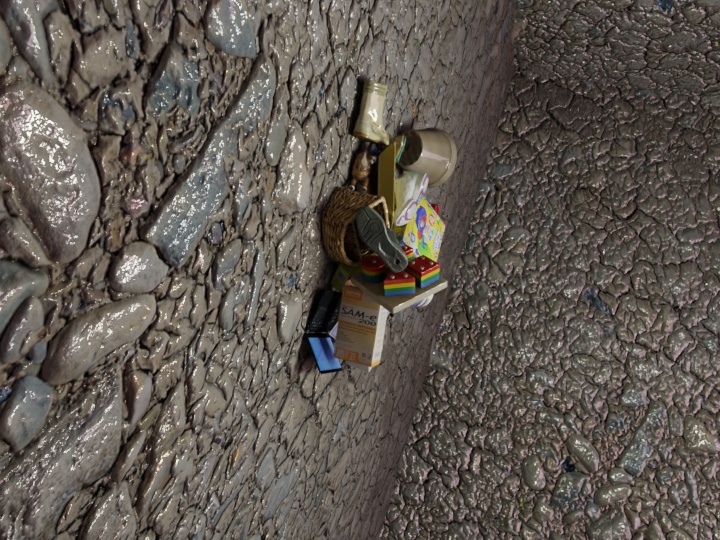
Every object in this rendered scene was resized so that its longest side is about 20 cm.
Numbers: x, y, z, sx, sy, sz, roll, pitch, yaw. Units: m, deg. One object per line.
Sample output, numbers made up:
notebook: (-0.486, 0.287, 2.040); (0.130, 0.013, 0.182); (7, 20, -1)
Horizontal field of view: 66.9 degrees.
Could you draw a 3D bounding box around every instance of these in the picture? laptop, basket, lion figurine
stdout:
laptop: (-0.074, 0.173, 1.545); (0.204, 0.102, 0.177); (-62, 161, 3)
basket: (-0.011, -0.100, 1.470); (0.202, 0.145, 0.145); (80, 32, -52)
lion figurine: (0.014, -0.228, 1.544); (0.124, 0.070, 0.204); (-73, 162, -47)

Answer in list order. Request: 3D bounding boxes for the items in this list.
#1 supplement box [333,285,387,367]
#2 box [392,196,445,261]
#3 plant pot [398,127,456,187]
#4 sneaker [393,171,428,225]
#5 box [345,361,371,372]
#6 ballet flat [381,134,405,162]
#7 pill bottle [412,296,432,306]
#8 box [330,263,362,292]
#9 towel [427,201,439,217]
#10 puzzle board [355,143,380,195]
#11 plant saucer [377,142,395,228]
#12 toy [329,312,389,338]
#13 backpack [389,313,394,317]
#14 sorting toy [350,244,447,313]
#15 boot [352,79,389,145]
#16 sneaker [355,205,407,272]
supplement box: (0.003, 0.153, 1.529); (0.073, 0.123, 0.207); (-1, 100, -67)
box: (0.160, -0.114, 1.743); (0.193, 0.120, 0.204); (44, 52, -38)
plant pot: (0.205, -0.398, 1.850); (0.172, 0.196, 0.206); (5, 100, -54)
sneaker: (0.130, -0.218, 1.637); (0.203, 0.097, 0.076); (-61, 159, -28)
box: (0.013, 0.216, 1.839); (0.125, 0.095, 0.205); (-51, 150, -48)
ballet flat: (0.096, -0.367, 1.646); (0.200, 0.064, 0.072); (115, -5, -86)
pill bottle: (0.123, 0.051, 1.639); (0.197, 0.110, 0.114); (5, 101, -44)
box: (0.000, 0.000, 1.618); (0.198, 0.050, 0.076); (-20, 147, -50)
towel: (0.181, -0.203, 1.860); (0.023, 0.196, 0.146); (-51, 152, -27)
puzzle board: (0.039, -0.253, 1.639); (0.150, 0.017, 0.205); (38, 64, -52)
plant saucer: (0.072, -0.236, 1.561); (0.200, 0.047, 0.207); (81, 12, -82)
toy: (0.008, 0.152, 1.652); (0.202, 0.114, 0.047); (-52, -168, 5)
backpack: (0.060, 0.050, 1.777); (0.201, 0.162, 0.130); (-60, 152, -51)
sorting toy: (0.102, 0.008, 1.487); (0.195, 0.199, 0.071); (-23, 126, -28)
boot: (0.044, -0.435, 1.507); (0.199, 0.071, 0.160); (-11, 113, -66)
sneaker: (0.045, -0.093, 1.422); (0.200, 0.076, 0.115); (48, 7, -27)
